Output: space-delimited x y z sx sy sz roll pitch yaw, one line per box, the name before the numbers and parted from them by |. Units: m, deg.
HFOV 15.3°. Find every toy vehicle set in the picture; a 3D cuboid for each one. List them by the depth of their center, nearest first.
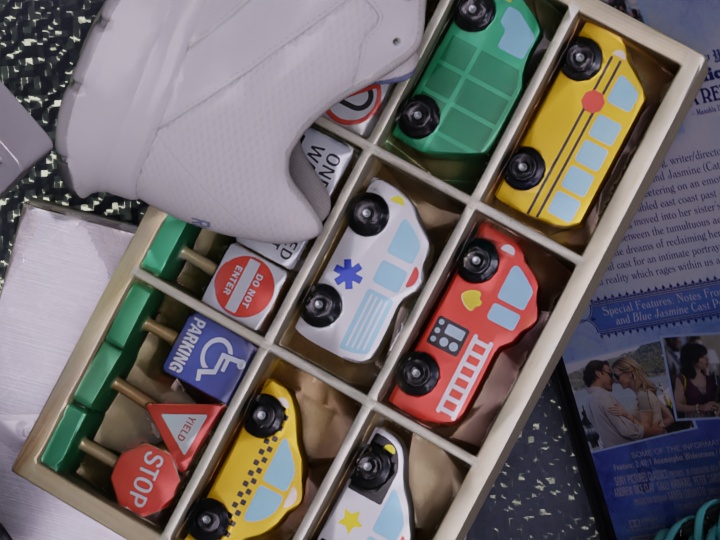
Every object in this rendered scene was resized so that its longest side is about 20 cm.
toy vehicle set | 0.000 0.000 0.771 0.124 0.027 0.201 27 90 10

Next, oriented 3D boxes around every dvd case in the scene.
dvd case | 0.115 -0.005 0.798 0.142 0.018 0.201 -11 105 27

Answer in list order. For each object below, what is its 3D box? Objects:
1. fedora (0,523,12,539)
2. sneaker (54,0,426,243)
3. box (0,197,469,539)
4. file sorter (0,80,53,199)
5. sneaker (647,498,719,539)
fedora | -0.195 0.102 0.717 0.199 0.201 0.092 4 71 -3
sneaker | -0.012 -0.100 0.733 0.087 0.075 0.201 24 106 -1
box | -0.051 0.093 0.824 0.158 0.048 0.201 15 92 -4
file sorter | -0.213 -0.053 0.742 0.200 0.139 0.125 49 59 -5
sneaker | 0.110 0.100 0.784 0.091 0.078 0.201 15 132 11
